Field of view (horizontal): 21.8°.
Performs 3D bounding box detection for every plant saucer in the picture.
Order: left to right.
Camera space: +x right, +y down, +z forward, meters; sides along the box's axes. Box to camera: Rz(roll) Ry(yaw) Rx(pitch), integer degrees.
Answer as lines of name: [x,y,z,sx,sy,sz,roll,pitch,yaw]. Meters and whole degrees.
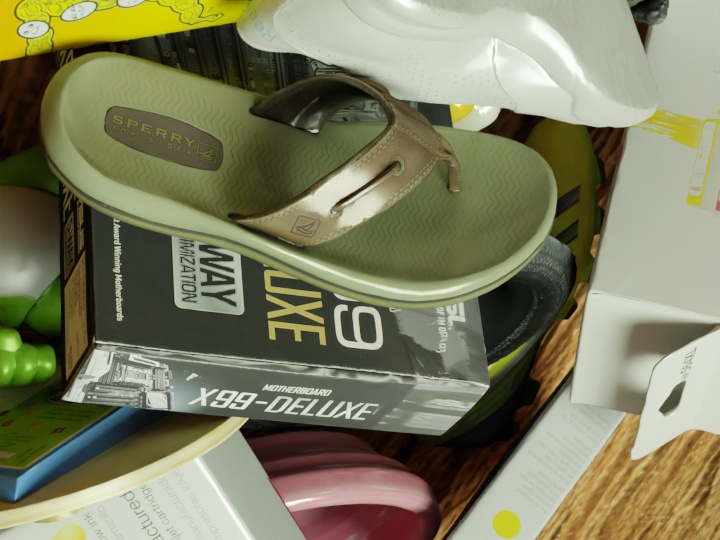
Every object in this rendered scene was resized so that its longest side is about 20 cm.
plant saucer: [-0.059,0.137,0.967,0.200,0.051,0.201,-15,155,-7]

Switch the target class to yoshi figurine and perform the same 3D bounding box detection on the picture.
yoshi figurine: [-0.167,-0.006,0.744,0.199,0.112,0.112,-21,118,-19]

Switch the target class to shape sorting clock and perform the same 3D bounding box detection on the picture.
shape sorting clock: [-0.135,0.065,0.757,0.199,0.200,0.039,-22,110,-22]

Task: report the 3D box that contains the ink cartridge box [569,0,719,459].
ink cartridge box: [0.179,-0.012,0.904,0.129,0.125,0.201,84,20,-63]

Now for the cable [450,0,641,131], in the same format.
cable: [0.092,-0.101,0.858,0.199,0.051,0.097,-19,180,39]

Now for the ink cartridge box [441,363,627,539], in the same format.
ink cartridge box: [0.071,0.141,1.014,0.200,0.047,0.198,-51,174,-24]

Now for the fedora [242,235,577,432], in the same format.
fedora: [0.000,0.000,0.886,0.200,0.092,0.201,-15,158,-6]

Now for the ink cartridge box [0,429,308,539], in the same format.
ink cartridge box: [-0.125,0.157,0.834,0.199,0.083,0.145,-28,110,8]

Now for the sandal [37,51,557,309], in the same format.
sandal: [-0.016,-0.038,0.683,0.200,0.080,0.057,11,147,-20]

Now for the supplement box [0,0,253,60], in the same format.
supplement box: [-0.062,-0.163,0.690,0.199,0.109,0.110,-13,154,-29]

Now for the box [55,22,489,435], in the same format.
box: [-0.039,-0.038,0.742,0.157,0.201,0.050,8,147,-22]

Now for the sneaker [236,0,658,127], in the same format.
sneaker: [0.037,-0.092,0.735,0.088,0.076,0.200,-27,153,36]

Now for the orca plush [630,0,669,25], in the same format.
orca plush: [0.159,-0.162,0.840,0.105,0.200,0.071,-28,113,2]

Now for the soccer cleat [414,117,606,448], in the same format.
soccer cleat: [0.069,0.009,0.995,0.083,0.065,0.201,8,116,-22]
